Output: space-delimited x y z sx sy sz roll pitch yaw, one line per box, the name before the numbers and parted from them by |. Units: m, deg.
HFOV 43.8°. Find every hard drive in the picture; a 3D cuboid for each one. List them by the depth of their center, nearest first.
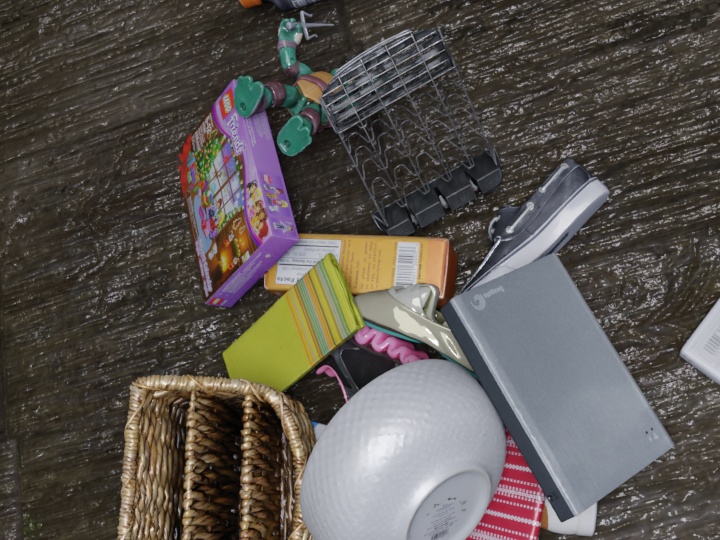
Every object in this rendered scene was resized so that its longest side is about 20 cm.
hard drive | 0.170 0.094 0.778 0.138 0.033 0.202 -20 73 -34

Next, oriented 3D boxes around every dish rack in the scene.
dish rack | 0.051 -0.139 0.911 0.151 0.202 0.055 -28 29 3

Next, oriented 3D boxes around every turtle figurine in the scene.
turtle figurine | -0.045 -0.200 0.978 0.148 0.102 0.200 25 40 17

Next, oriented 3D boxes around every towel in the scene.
towel | 0.125 0.168 0.856 0.143 0.022 0.204 -1 71 47
towel | -0.074 0.072 0.920 0.200 0.018 0.087 -42 59 35

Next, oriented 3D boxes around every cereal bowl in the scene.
cereal bowl | 0.051 0.181 0.762 0.201 0.200 0.083 -49 45 -4

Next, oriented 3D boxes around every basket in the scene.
basket | -0.115 0.200 0.785 0.140 0.149 0.205 -5 70 16

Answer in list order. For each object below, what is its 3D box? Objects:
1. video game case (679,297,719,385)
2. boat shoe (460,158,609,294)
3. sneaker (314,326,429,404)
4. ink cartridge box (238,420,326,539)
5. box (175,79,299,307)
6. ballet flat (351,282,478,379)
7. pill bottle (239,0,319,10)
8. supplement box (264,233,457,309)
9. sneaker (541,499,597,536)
video game case | 0.435 0.055 0.843 0.181 0.023 0.201 38 85 21
boat shoe | 0.162 -0.035 0.912 0.200 0.072 0.068 -44 71 -4
sneaker | 0.026 0.115 0.897 0.199 0.079 0.097 34 95 39
ink cartridge box | -0.057 0.253 0.878 0.142 0.084 0.204 11 77 18
box | -0.139 -0.083 0.972 0.137 0.039 0.203 -40 55 37
ballet flat | 0.078 0.049 0.857 0.197 0.070 0.070 25 81 21
pill bottle | -0.056 -0.371 1.047 0.196 0.106 0.108 -14 71 10
supplement box | 0.000 0.000 0.947 0.196 0.067 0.070 5 78 16
sneaker | 0.185 0.144 0.853 0.083 0.073 0.205 2 76 12
